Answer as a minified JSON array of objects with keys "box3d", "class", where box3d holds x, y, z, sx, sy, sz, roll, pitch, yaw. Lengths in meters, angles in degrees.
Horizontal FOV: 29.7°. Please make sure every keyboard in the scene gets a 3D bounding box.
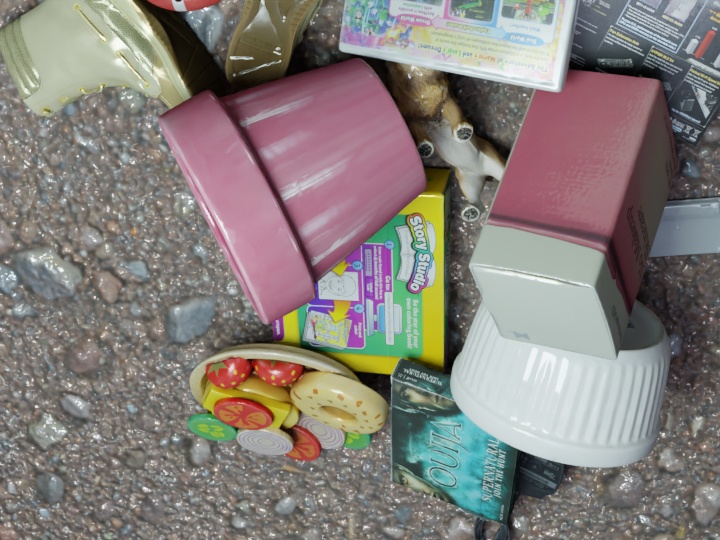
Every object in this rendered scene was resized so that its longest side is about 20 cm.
[{"box3d":[0.239,-0.035,1.265,0.197,0.011,0.057,-4,124,14],"class":"keyboard"}]

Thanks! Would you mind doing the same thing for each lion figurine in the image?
[{"box3d":[0.085,-0.117,1.203,0.072,0.123,0.201,-26,127,8],"class":"lion figurine"}]

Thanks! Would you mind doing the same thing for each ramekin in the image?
[{"box3d":[0.187,0.081,1.237,0.198,0.200,0.106,14,112,3],"class":"ramekin"}]

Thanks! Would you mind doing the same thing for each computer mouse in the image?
[{"box3d":[0.167,0.234,1.426,0.058,0.034,0.201,27,128,5],"class":"computer mouse"}]

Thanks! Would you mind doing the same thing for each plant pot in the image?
[{"box3d":[-0.050,-0.083,1.150,0.178,0.200,0.202,-28,114,-6],"class":"plant pot"}]

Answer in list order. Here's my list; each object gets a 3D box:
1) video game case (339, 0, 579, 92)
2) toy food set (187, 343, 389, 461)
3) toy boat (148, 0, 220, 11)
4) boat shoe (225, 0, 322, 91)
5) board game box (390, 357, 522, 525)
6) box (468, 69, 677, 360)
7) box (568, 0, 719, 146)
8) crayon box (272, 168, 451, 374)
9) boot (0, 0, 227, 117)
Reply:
[{"box3d":[0.086,-0.254,1.105,0.198,0.024,0.185,14,105,20],"class":"video game case"},{"box3d":[-0.076,0.137,1.363,0.198,0.049,0.198,16,148,-10],"class":"toy food set"},{"box3d":[-0.155,-0.309,1.112,0.129,0.131,0.202,2,120,10],"class":"toy boat"},{"box3d":[-0.064,-0.248,1.167,0.071,0.065,0.201,26,120,-7],"class":"boat shoe"},{"box3d":[0.094,0.174,1.346,0.134,0.028,0.201,19,145,15],"class":"board game box"},{"box3d":[0.182,-0.048,1.126,0.108,0.202,0.128,10,154,26],"class":"box"},{"box3d":[0.233,-0.218,1.135,0.198,0.050,0.159,25,121,-4],"class":"box"},{"box3d":[0.000,0.000,1.303,0.170,0.058,0.202,3,121,8],"class":"crayon box"},{"box3d":[-0.225,-0.175,1.238,0.155,0.073,0.201,-30,108,25],"class":"boot"}]
